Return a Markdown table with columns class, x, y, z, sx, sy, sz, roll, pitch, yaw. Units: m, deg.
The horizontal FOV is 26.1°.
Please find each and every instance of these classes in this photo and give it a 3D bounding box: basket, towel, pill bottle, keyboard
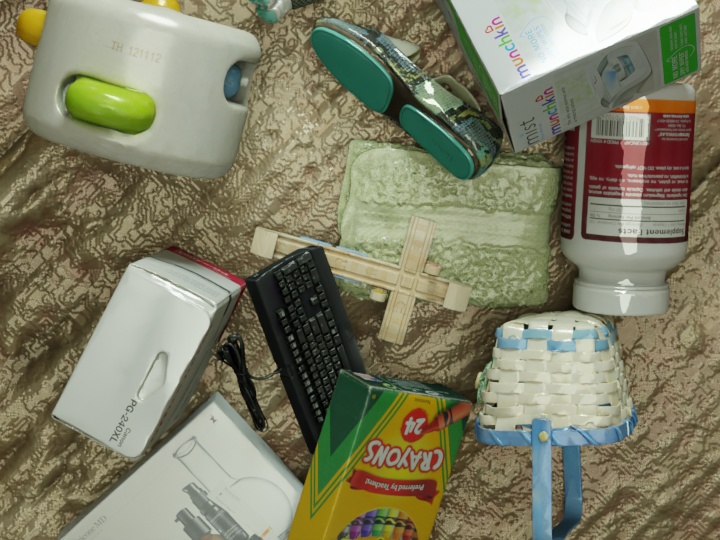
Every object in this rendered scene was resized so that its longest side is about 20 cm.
| class | x | y | z | sx | sy | sz | roll | pitch | yaw |
| --- | --- | --- | --- | --- | --- | --- | --- | --- | --- |
| basket | 0.173 | 0.137 | 1.366 | 0.139 | 0.176 | 0.201 | -5 | 91 | 15 |
| towel | 0.078 | -0.038 | 1.402 | 0.199 | 0.036 | 0.149 | 5 | 98 | -3 |
| pill bottle | 0.233 | -0.065 | 1.366 | 0.113 | 0.113 | 0.201 | 2 | 98 | -2 |
| keyboard | -0.058 | 0.083 | 1.365 | 0.127 | 0.021 | 0.200 | -30 | 123 | -18 |

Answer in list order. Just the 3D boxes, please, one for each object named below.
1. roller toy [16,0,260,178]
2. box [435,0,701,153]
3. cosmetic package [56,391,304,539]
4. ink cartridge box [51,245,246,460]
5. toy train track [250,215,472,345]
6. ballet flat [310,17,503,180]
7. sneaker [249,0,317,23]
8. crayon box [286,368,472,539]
| class | x | y | z | sx | sy | sz | roll | pitch | yaw |
| --- | --- | --- | --- | --- | --- | --- | --- | --- | --- |
| roller toy | -0.182 | -0.165 | 1.304 | 0.182 | 0.200 | 0.140 | 10 | 99 | -37 |
| box | 0.163 | -0.228 | 1.305 | 0.176 | 0.097 | 0.200 | -23 | 59 | 1 |
| cosmetic package | -0.155 | 0.234 | 1.422 | 0.200 | 0.052 | 0.151 | -42 | 94 | 3 |
| ink cartridge box | -0.174 | 0.064 | 1.319 | 0.083 | 0.200 | 0.146 | 28 | 95 | 1 |
| toy train track | 0.000 | 0.000 | 1.374 | 0.199 | 0.033 | 0.115 | 16 | 99 | 1 |
| ballet flat | 0.045 | -0.161 | 1.371 | 0.200 | 0.074 | 0.074 | 44 | 94 | 5 |
| sneaker | -0.069 | -0.321 | 1.352 | 0.091 | 0.078 | 0.201 | -16 | 102 | -16 |
| crayon box | 0.013 | 0.197 | 1.394 | 0.127 | 0.051 | 0.201 | 11 | 99 | -39 |
